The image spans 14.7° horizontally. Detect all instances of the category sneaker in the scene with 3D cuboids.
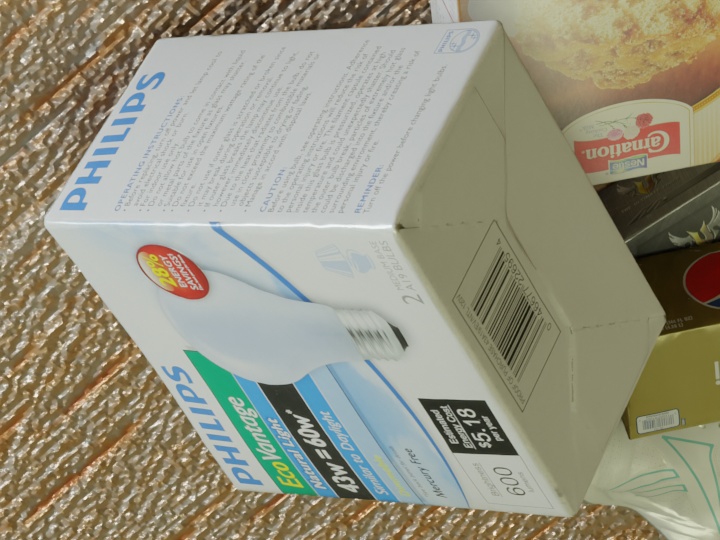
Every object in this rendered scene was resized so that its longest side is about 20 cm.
[{"bbox_3d":[0.151,0.091,1.484,0.200,0.070,0.080,28,106,-35],"label":"sneaker"}]

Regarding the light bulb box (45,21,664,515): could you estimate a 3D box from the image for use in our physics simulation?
[{"bbox_3d":[0.000,0.000,1.275,0.200,0.125,0.198,0,138,37],"label":"light bulb box"}]

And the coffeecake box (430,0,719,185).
[{"bbox_3d":[0.112,-0.141,1.297,0.153,0.073,0.200,-11,127,-6],"label":"coffeecake box"}]

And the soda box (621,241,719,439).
[{"bbox_3d":[0.219,0.021,1.380,0.200,0.068,0.064,-11,126,-3],"label":"soda box"}]

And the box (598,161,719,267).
[{"bbox_3d":[0.242,-0.025,1.425,0.200,0.048,0.158,-33,124,11],"label":"box"}]
